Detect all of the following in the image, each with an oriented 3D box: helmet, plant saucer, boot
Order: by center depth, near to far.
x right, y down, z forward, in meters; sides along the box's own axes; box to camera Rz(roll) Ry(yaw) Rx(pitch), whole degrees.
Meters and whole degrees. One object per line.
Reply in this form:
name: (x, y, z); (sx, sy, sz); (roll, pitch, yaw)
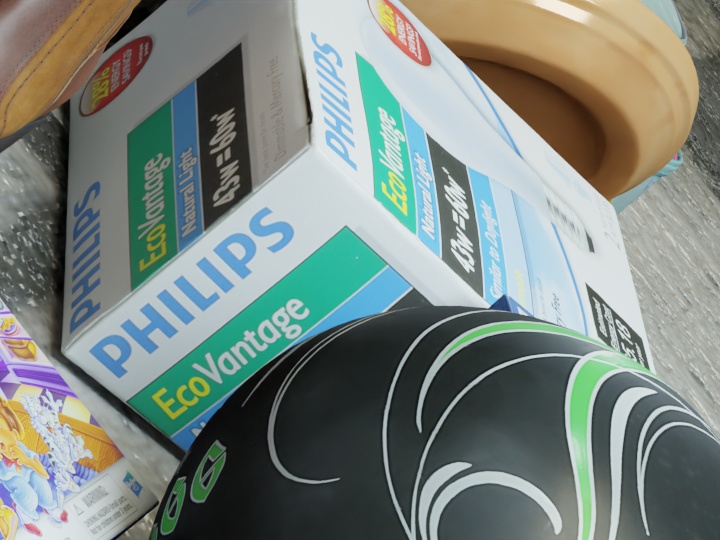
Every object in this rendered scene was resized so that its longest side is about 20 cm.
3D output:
helmet: (0.033, 0.105, 0.870); (0.200, 0.200, 0.191); (46, 30, -11)
boot: (-0.095, -0.099, 0.935); (0.069, 0.200, 0.188); (54, 20, 9)
plant saucer: (0.047, -0.074, 1.251); (0.200, 0.200, 0.038); (35, 55, -38)

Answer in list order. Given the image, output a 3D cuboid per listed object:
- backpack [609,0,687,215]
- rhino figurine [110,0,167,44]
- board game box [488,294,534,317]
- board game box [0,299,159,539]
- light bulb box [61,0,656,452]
backpack: (0.077, -0.112, 1.423); (0.200, 0.153, 0.176); (49, 13, -23)
rhino figurine: (-0.081, -0.122, 1.174); (0.200, 0.087, 0.060); (46, 23, -7)
board game box: (0.070, 0.111, 1.018); (0.200, 0.135, 0.035); (38, 22, -29)
board game box: (-0.146, 0.050, 0.788); (0.135, 0.045, 0.200); (51, 19, 2)
light bulb box: (0.000, 0.000, 1.080); (0.200, 0.125, 0.198); (42, 21, -26)
